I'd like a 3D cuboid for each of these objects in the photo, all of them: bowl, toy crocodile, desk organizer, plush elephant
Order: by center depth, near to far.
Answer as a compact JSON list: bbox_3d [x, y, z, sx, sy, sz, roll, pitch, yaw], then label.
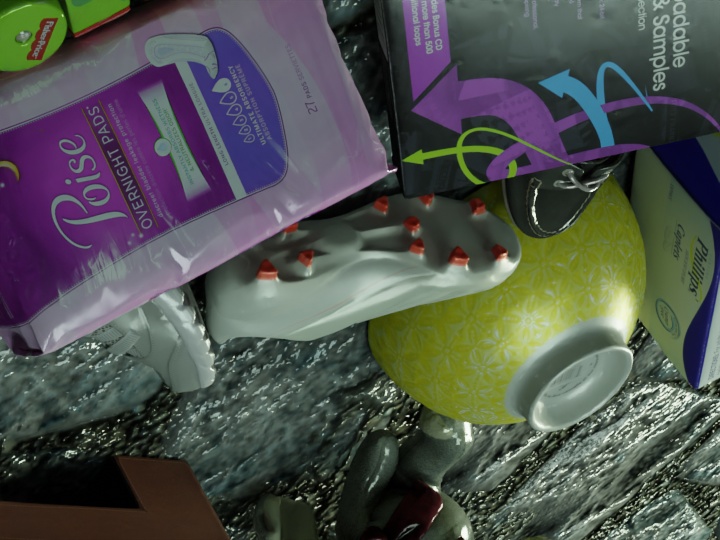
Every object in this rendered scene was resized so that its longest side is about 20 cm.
[{"bbox_3d":[-0.115,-0.130,0.766,0.198,0.068,0.062,-25,151,-12],"label":"toy crocodile"},{"bbox_3d":[-0.174,0.159,1.084,0.199,0.077,0.072,12,126,-50],"label":"desk organizer"},{"bbox_3d":[0.114,0.038,1.162,0.199,0.108,0.201,-23,146,-17],"label":"bowl"},{"bbox_3d":[0.012,0.205,1.237,0.199,0.166,0.155,-28,-176,36],"label":"plush elephant"}]

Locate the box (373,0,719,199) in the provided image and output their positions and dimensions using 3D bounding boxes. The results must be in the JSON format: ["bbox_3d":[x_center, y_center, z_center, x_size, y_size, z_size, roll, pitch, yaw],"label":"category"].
[{"bbox_3d":[0.109,-0.120,0.941,0.198,0.036,0.144,-14,132,-5],"label":"box"}]

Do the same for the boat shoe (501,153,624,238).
[{"bbox_3d":[0.129,-0.093,1.019,0.066,0.057,0.202,-8,129,-28],"label":"boat shoe"}]

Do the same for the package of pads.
[{"bbox_3d":[-0.093,-0.057,0.816,0.199,0.122,0.076,-28,-171,-22],"label":"package of pads"}]

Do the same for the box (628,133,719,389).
[{"bbox_3d":[0.286,-0.045,1.214,0.199,0.105,0.185,-26,147,-15],"label":"box"}]

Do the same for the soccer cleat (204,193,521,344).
[{"bbox_3d":[0.000,0.000,1.052,0.198,0.070,0.078,-7,145,-26],"label":"soccer cleat"}]

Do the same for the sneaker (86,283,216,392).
[{"bbox_3d":[-0.140,0.004,0.928,0.081,0.075,0.200,-30,137,4],"label":"sneaker"}]
